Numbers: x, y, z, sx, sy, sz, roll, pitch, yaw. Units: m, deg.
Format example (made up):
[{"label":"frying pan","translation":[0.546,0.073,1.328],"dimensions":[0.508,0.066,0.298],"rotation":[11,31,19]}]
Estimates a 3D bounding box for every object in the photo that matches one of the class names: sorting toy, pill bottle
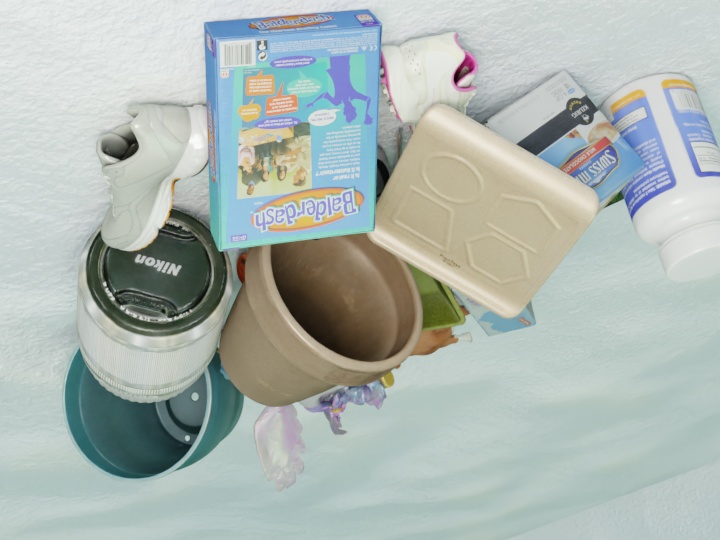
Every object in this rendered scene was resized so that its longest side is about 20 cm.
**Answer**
[{"label":"sorting toy","translation":[0.114,-0.056,1.281],"dimensions":[0.184,0.037,0.201],"rotation":[30,141,0]},{"label":"pill bottle","translation":[0.330,-0.096,1.400],"dimensions":[0.110,0.202,0.112],"rotation":[-12,157,-5]}]

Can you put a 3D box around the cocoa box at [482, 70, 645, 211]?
[{"label":"cocoa box","translation":[0.172,-0.080,1.377],"dimensions":[0.133,0.132,0.200],"rotation":[-34,169,-33]}]

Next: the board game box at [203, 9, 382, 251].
[{"label":"board game box","translation":[-0.060,-0.123,1.175],"dimensions":[0.150,0.045,0.202],"rotation":[-7,120,-17]}]

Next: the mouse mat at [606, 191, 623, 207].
[{"label":"mouse mat","translation":[0.237,-0.093,1.597],"dimensions":[0.160,0.008,0.199],"rotation":[-26,153,23]}]

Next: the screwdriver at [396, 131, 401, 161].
[{"label":"screwdriver","translation":[0.039,-0.102,1.437],"dimensions":[0.029,0.028,0.200],"rotation":[12,158,13]}]

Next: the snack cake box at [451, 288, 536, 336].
[{"label":"snack cake box","translation":[0.152,-0.006,1.592],"dimensions":[0.066,0.117,0.200],"rotation":[-14,158,14]}]

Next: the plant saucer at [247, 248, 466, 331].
[{"label":"plant saucer","translation":[0.000,0.000,1.512],"dimensions":[0.197,0.048,0.201],"rotation":[-10,139,21]}]

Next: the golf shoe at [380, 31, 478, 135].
[{"label":"golf shoe","translation":[0.079,-0.161,1.272],"dimensions":[0.091,0.076,0.200],"rotation":[-22,157,9]}]

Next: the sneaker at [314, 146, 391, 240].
[{"label":"sneaker","translation":[-0.023,-0.081,1.331],"dimensions":[0.075,0.115,0.199],"rotation":[-24,155,23]}]

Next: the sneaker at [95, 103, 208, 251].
[{"label":"sneaker","translation":[-0.218,-0.094,1.256],"dimensions":[0.091,0.076,0.200],"rotation":[10,139,-31]}]

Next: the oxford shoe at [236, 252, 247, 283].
[{"label":"oxford shoe","translation":[-0.094,0.018,1.596],"dimensions":[0.072,0.071,0.200],"rotation":[-42,154,-9]}]

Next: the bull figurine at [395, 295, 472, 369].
[{"label":"bull figurine","translation":[0.103,0.073,1.812],"dimensions":[0.120,0.066,0.200],"rotation":[-15,164,-20]}]

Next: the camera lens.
[{"label":"camera lens","translation":[-0.223,0.039,1.417],"dimensions":[0.158,0.162,0.201],"rotation":[-7,155,-17]}]

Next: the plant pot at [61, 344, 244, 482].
[{"label":"plant pot","translation":[-0.238,0.157,1.653],"dimensions":[0.198,0.203,0.188],"rotation":[-21,168,15]}]

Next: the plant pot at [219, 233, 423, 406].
[{"label":"plant pot","translation":[-0.059,0.056,1.387],"dimensions":[0.198,0.202,0.175],"rotation":[4,145,-37]}]

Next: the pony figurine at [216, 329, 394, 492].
[{"label":"pony figurine","translation":[-0.063,0.134,1.554],"dimensions":[0.198,0.195,0.167],"rotation":[-20,-167,34]}]
